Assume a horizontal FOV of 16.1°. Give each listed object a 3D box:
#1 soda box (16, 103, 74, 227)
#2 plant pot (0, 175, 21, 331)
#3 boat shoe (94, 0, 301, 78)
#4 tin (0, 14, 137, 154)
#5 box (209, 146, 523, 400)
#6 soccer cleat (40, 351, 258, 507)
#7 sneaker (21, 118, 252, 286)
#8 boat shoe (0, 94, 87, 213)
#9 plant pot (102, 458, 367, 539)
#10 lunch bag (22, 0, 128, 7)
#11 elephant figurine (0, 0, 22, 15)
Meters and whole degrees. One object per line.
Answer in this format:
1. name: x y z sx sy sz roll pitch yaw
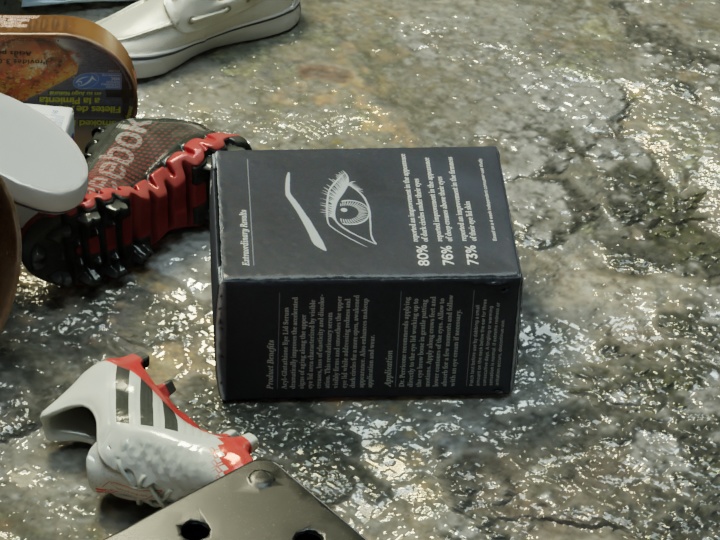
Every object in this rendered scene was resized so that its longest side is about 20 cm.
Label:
1. soda box: -0.306 -0.080 1.801 0.200 0.068 0.064 5 39 3
2. plant pot: -0.356 -0.020 1.657 0.187 0.187 0.200 -30 34 -35
3. boat shoe: -0.134 -0.206 1.971 0.200 0.070 0.071 -18 42 -24
4. tin: -0.260 -0.130 1.835 0.200 0.112 0.042 1 31 -3
5. box: 0.000 0.000 1.687 0.200 0.104 0.148 -1 38 -3
6. soccer cleat: -0.120 0.121 1.563 0.085 0.069 0.200 -31 45 -24
7. sneaker: -0.171 -0.053 1.773 0.098 0.071 0.200 31 44 31
8. boat shoe: -0.272 -0.081 1.714 0.200 0.070 0.071 26 42 15
9. plant pot: -0.061 0.224 1.339 0.199 0.178 0.200 -26 47 -31
10. lunch bag: -0.216 -0.306 2.054 0.200 0.127 0.170 -3 40 -17
11. elephant figurine: -0.353 -0.197 1.879 0.200 0.155 0.142 10 13 -8
